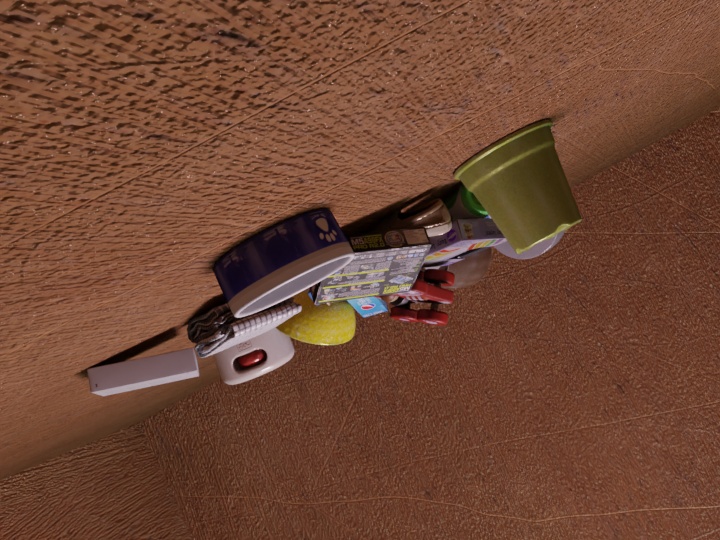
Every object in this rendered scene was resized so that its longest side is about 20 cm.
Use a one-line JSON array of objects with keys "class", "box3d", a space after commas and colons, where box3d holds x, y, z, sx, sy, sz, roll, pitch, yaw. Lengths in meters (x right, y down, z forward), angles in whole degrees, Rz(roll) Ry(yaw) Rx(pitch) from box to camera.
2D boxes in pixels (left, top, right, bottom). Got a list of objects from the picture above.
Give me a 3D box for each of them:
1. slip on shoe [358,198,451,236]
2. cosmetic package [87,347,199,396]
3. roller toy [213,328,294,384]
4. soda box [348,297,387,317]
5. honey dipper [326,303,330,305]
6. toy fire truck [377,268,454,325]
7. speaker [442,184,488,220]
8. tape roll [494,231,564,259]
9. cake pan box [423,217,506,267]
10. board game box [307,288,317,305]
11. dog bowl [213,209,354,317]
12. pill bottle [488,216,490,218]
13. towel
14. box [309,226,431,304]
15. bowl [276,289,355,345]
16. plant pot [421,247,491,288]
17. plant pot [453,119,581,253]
[{"class": "slip on shoe", "box3d": [0.072, -0.087, 1.482, 0.199, 0.061, 0.076, -11, -157, 19]}, {"class": "cosmetic package", "box3d": [-0.422, 0.201, 1.532, 0.199, 0.052, 0.151, -11, 173, -13]}, {"class": "roller toy", "box3d": [-0.258, 0.171, 1.821, 0.200, 0.140, 0.182, -18, -174, 44]}, {"class": "soda box", "box3d": [0.001, 0.040, 1.765, 0.064, 0.068, 0.200, -16, 155, 11]}, {"class": "honey dipper", "box3d": [0.000, 0.000, 1.653, 0.200, 0.038, 0.038, -37, 175, -3]}, {"class": "toy fire truck", "box3d": [0.094, 0.043, 1.646, 0.168, 0.113, 0.199, 19, 168, -41]}, {"class": "speaker", "box3d": [0.208, -0.124, 1.642, 0.088, 0.089, 0.200, -25, 174, -26]}, {"class": "tape roll", "box3d": [0.406, -0.132, 1.925, 0.200, 0.201, 0.066, -31, 175, 34]}, {"class": "cake pan box", "box3d": [0.189, -0.055, 1.602, 0.184, 0.053, 0.200, -22, 169, 39]}, {"class": "board game box", "box3d": [-0.005, -0.018, 1.585, 0.199, 0.037, 0.151, -30, -164, 19]}, {"class": "dog bowl", "box3d": [-0.113, -0.010, 1.148, 0.199, 0.079, 0.200, -28, 175, -3]}, {"class": "pill bottle", "box3d": [0.297, -0.134, 1.846, 0.200, 0.113, 0.112, -32, 173, 33]}, {"class": "towel", "box3d": [-0.232, 0.089, 1.501, 0.165, 0.086, 0.200, -22, 174, -34]}, {"class": "box", "box3d": [0.015, -0.008, 1.438, 0.199, 0.044, 0.160, -7, 148, -18]}, {"class": "bowl", "box3d": [-0.098, 0.075, 1.759, 0.200, 0.200, 0.108, -20, 129, -56]}, {"class": "plant pot", "box3d": [0.214, -0.033, 1.974, 0.187, 0.188, 0.200, -30, 174, 27]}, {"class": "plant pot", "box3d": [0.295, -0.138, 1.394, 0.200, 0.185, 0.200, -27, 175, -2]}]
